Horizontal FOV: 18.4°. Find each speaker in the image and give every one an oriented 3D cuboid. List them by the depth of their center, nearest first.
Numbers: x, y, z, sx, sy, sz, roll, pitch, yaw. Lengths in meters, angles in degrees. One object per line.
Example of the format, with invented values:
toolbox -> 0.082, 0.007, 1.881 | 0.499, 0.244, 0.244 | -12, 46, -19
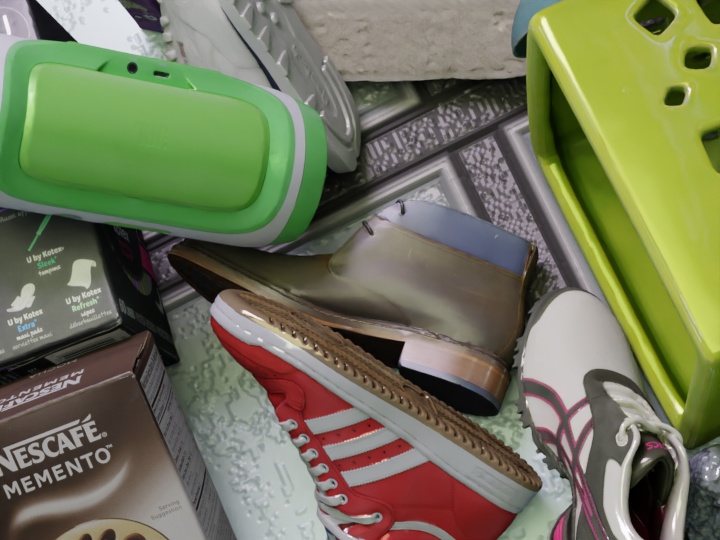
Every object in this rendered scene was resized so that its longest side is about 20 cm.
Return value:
speaker -> -0.121, -0.065, 1.129 | 0.199, 0.088, 0.089 | 10, 76, -26

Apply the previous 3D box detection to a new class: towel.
towel -> 0.018, -0.169, 1.224 | 0.199, 0.035, 0.133 | 0, 118, 12

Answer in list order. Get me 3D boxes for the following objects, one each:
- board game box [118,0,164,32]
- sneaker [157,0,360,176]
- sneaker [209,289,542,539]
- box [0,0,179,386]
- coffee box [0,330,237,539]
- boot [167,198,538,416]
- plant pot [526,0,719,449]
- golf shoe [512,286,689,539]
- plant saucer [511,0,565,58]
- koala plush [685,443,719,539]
board game box -> -0.122, -0.217, 1.214 | 0.032, 0.200, 0.121 | 16, 81, 12
sneaker -> -0.077, -0.125, 1.208 | 0.080, 0.076, 0.200 | -19, 113, 25
sneaker -> -0.015, 0.100, 1.154 | 0.200, 0.071, 0.113 | 34, 101, -13
box -> -0.187, -0.035, 1.225 | 0.106, 0.122, 0.201 | -20, 75, 6
coffee box -> -0.126, 0.147, 1.150 | 0.113, 0.080, 0.201 | -21, 103, 6
boot -> 0.000, 0.000, 1.215 | 0.199, 0.075, 0.097 | 23, 72, 5
plant pot -> 0.205, -0.049, 1.120 | 0.181, 0.200, 0.200 | -24, 74, -2
golf shoe -> 0.134, 0.089, 1.133 | 0.077, 0.088, 0.201 | 11, 55, -26
plant saucer -> 0.160, -0.169, 1.132 | 0.200, 0.200, 0.027 | -29, 85, 3
koala plush -> 0.231, 0.166, 1.058 | 0.183, 0.200, 0.178 | 6, 78, 12
